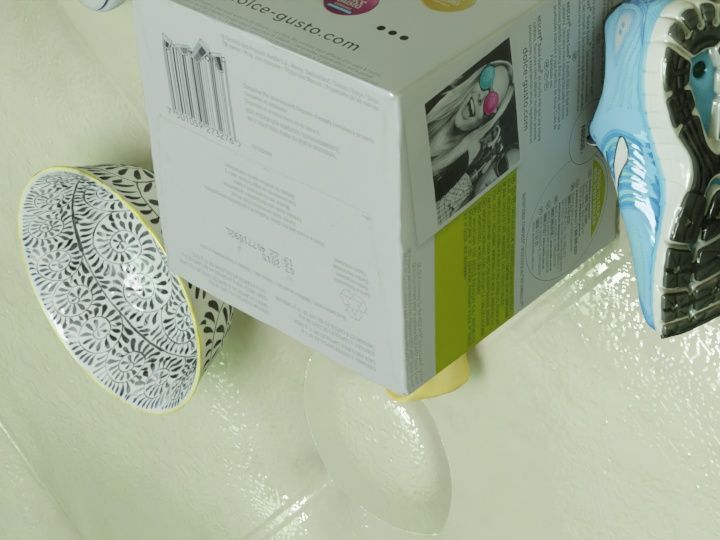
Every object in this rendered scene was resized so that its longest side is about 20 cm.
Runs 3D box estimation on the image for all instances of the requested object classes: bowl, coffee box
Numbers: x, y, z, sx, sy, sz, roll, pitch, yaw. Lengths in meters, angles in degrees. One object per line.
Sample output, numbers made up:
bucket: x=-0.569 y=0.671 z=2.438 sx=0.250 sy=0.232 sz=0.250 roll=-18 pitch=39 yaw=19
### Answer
bowl: x=-0.153 y=-0.004 z=1.553 sx=0.200 sy=0.094 sz=0.201 roll=31 pitch=137 yaw=33
coffee box: x=0.015 y=-0.089 z=1.197 sx=0.199 sy=0.198 sz=0.201 roll=27 pitch=137 yaw=34

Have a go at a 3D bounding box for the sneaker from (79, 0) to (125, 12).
sneaker: x=-0.204 y=-0.264 z=1.437 sx=0.073 sy=0.071 sz=0.201 roll=23 pitch=132 yaw=39

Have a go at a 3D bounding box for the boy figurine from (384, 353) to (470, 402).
boy figurine: x=0.000 y=0.000 z=1.400 sx=0.124 sy=0.064 sz=0.200 roll=-34 pitch=86 yaw=52

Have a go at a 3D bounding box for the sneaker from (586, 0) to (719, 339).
sneaker: x=0.170 y=-0.060 z=1.159 sx=0.090 sy=0.078 sz=0.201 roll=31 pitch=132 yaw=53
